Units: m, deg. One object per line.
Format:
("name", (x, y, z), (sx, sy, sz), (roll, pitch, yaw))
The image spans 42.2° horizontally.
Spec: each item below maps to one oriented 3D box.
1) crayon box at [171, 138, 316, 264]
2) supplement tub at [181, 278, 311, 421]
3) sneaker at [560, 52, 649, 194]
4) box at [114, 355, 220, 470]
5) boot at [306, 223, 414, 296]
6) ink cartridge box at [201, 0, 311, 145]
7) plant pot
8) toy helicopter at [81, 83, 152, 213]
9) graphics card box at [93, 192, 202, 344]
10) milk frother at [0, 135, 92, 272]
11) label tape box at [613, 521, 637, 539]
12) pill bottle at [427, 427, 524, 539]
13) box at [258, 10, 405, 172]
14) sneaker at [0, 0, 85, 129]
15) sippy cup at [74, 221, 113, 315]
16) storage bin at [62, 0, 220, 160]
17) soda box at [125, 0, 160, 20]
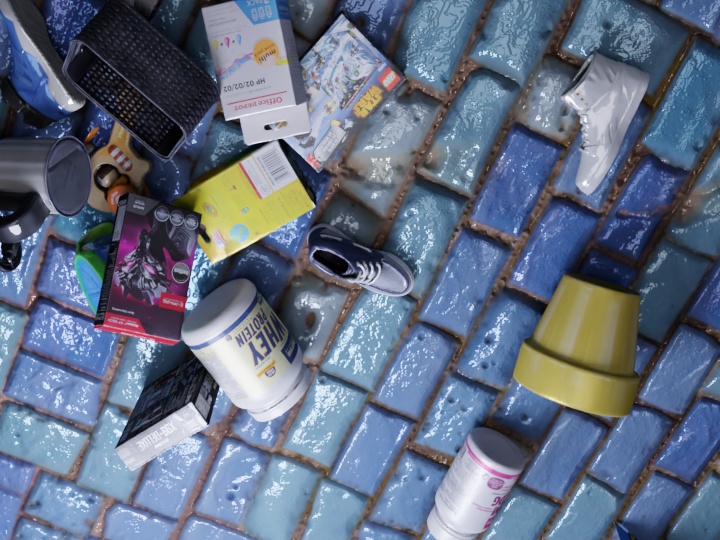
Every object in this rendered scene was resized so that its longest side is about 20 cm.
("crayon box", (-0.183, -0.113, 1.474), (0.197, 0.051, 0.128), (-27, 112, 10))
("supplement tub", (-0.184, 0.132, 1.532), (0.143, 0.146, 0.201), (-31, 112, 12))
("sneaker", (0.348, -0.229, 1.429), (0.113, 0.074, 0.204), (20, 103, -8))
("box", (-0.309, 0.222, 1.539), (0.156, 0.201, 0.050), (-32, 108, 12))
("boot", (0.000, 0.000, 1.507), (0.197, 0.091, 0.074), (25, 112, -12))
("ink cartridge box", (-0.148, -0.289, 1.356), (0.113, 0.068, 0.205), (-9, 101, 13))
("plant pot", (0.368, 0.112, 1.520), (0.196, 0.201, 0.193), (13, 99, -7))
("toy helicopter", (-0.380, -0.191, 1.436), (0.130, 0.079, 0.204), (17, 102, 1))
("graphics card box", (-0.315, -0.002, 1.393), (0.124, 0.050, 0.205), (16, 77, -32))
("milk frother", (-0.503, -0.098, 1.416), (0.184, 0.184, 0.200), (4, 160, 18))
("label tape box", (0.539, 0.588, 1.754), (0.199, 0.145, 0.063), (37, 111, -16))
("pill bottle", (0.203, 0.395, 1.676), (0.111, 0.114, 0.203), (21, 113, -11))
("box", (-0.046, -0.269, 1.414), (0.137, 0.040, 0.200), (41, 107, -16))
("sneaker", (-0.499, -0.306, 1.366), (0.110, 0.077, 0.202), (-25, 106, 18))
("sippy cup", (-0.361, 0.008, 1.471), (0.129, 0.139, 0.181), (-29, 105, -29))
("storage bin", (-0.313, -0.271, 1.336), (0.199, 0.135, 0.095), (39, 64, -13))
("soda box", (-0.368, -0.437, 1.319), (0.198, 0.064, 0.071), (35, 109, -15))
